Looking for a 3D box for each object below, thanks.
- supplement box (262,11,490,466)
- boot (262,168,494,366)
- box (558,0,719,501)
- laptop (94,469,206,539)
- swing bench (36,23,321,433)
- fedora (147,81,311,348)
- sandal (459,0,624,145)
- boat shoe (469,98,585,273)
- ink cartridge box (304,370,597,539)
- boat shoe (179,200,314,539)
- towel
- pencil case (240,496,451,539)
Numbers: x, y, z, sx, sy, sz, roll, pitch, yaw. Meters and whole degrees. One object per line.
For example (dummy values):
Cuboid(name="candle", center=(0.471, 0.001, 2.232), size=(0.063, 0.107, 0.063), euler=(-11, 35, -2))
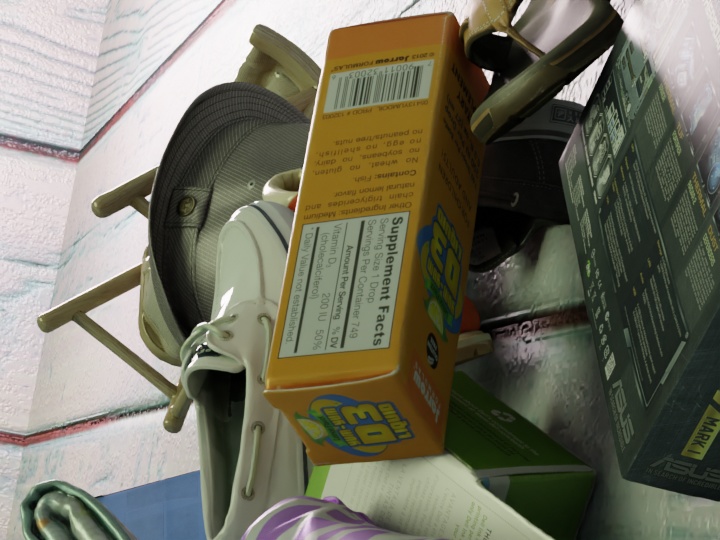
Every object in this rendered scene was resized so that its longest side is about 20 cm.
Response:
Cuboid(name="supplement box", center=(0.011, -0.016, 0.957), size=(0.067, 0.069, 0.200), euler=(58, -145, -48))
Cuboid(name="boot", center=(0.000, 0.000, 1.116), size=(0.200, 0.075, 0.107), euler=(18, 119, 64))
Cuboid(name="box", center=(0.134, -0.039, 0.819), size=(0.200, 0.051, 0.158), euler=(-96, 22, -52))
Cuboid(name="laptop", center=(-0.107, 0.160, 1.456), size=(0.187, 0.116, 0.200), euler=(-97, 24, -51))
Cuboid(name="swing bench", center=(-0.099, -0.028, 1.523), size=(0.200, 0.130, 0.199), euler=(-50, -3, -32))
Cuboid(name="fedora", center=(-0.038, -0.023, 1.325), size=(0.090, 0.177, 0.200), euler=(-8, 52, 43))
Cuboid(name="sandal", center=(0.079, -0.117, 0.975), size=(0.082, 0.055, 0.200), euler=(-40, 13, 31))
Cuboid(name="boat shoe", center=(0.062, -0.032, 1.076), size=(0.200, 0.070, 0.066), euler=(-17, 61, 65))
Cuboid(name="ink cartridge box", center=(0.056, 0.151, 0.942), size=(0.200, 0.076, 0.148), euler=(35, 115, 44))
Cuboid(name="boat shoe", center=(-0.054, 0.047, 1.076), size=(0.074, 0.067, 0.200), euler=(-50, 42, 42))
Cuboid(name="towel", center=(-0.098, 0.215, 1.196), size=(0.200, 0.048, 0.171), euler=(48, 172, 32))
Cuboid(name="pencil case", center=(0.032, 0.133, 0.852), size=(0.200, 0.084, 0.086), euler=(2, 55, 48))
